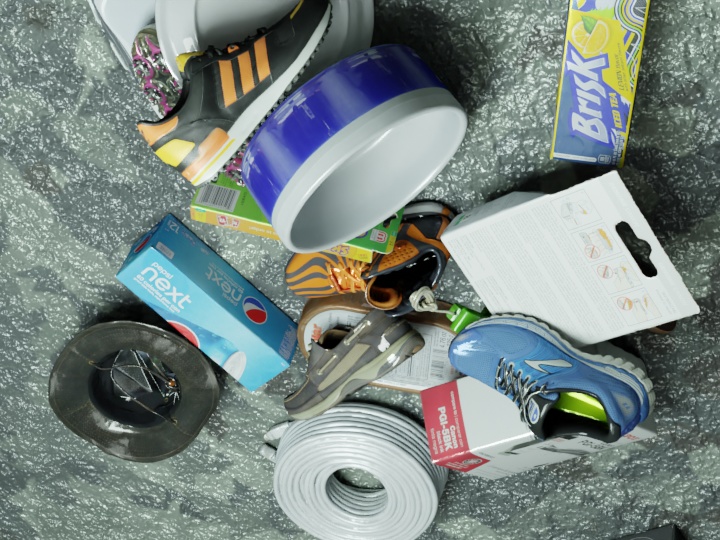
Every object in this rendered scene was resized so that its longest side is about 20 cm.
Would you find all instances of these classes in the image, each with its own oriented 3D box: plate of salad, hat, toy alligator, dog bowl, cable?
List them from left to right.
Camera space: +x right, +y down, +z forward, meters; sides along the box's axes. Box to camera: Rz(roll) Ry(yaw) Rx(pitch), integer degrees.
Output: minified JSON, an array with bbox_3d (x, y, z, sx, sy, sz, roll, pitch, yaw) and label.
[{"bbox_3d":[-0.251,0.117,1.551,0.200,0.081,0.201,2,124,3],"label":"hat"},{"bbox_3d":[-0.085,-0.226,1.221,0.200,0.048,0.201,-4,102,-19],"label":"plate of salad"},{"bbox_3d":[-0.006,-0.108,1.235,0.079,0.200,0.200,54,129,17],"label":"dog bowl"},{"bbox_3d":[-0.002,0.237,1.582,0.200,0.069,0.200,-33,113,32],"label":"cable"},{"bbox_3d":[0.128,0.061,1.366,0.200,0.054,0.059,19,110,-45],"label":"toy alligator"}]

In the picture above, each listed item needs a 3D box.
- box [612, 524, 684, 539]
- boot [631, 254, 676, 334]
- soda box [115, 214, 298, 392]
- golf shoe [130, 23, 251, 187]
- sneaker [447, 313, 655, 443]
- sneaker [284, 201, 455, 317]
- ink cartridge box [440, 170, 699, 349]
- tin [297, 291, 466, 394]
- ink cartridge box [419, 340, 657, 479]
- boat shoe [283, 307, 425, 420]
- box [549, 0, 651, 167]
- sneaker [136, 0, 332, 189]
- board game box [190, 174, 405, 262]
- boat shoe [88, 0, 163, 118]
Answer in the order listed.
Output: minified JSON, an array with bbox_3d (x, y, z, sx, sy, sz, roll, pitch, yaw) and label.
[{"bbox_3d":[0.342,0.418,1.598,0.148,0.124,0.200,-23,119,28],"label":"box"},{"bbox_3d":[0.212,0.015,1.365,0.200,0.075,0.097,36,137,-1],"label":"boot"},{"bbox_3d":[-0.160,0.037,1.475,0.200,0.064,0.068,43,125,-17],"label":"soda box"},{"bbox_3d":[-0.135,-0.166,1.285,0.073,0.092,0.200,-5,141,41],"label":"golf shoe"},{"bbox_3d":[0.167,0.104,1.278,0.200,0.089,0.079,18,126,27],"label":"sneaker"},{"bbox_3d":[0.000,0.000,1.373,0.200,0.112,0.078,-21,119,27],"label":"sneaker"},{"bbox_3d":[0.196,-0.008,1.276,0.200,0.050,0.161,-22,110,38],"label":"ink cartridge box"},{"bbox_3d":[0.030,0.076,1.474,0.200,0.042,0.112,9,124,8],"label":"tin"},{"bbox_3d":[0.185,0.147,1.416,0.200,0.083,0.147,-20,156,27],"label":"ink cartridge box"},{"bbox_3d":[-0.016,0.092,1.441,0.200,0.074,0.073,-35,86,38],"label":"boat shoe"},{"bbox_3d":[0.212,-0.192,1.204,0.070,0.064,0.200,8,129,9],"label":"box"},{"bbox_3d":[-0.106,-0.170,1.163,0.090,0.070,0.200,38,84,-12],"label":"sneaker"},{"bbox_3d":[-0.057,-0.069,1.346,0.200,0.096,0.030,12,144,6],"label":"board game box"},{"bbox_3d":[-0.199,-0.212,1.294,0.072,0.068,0.200,-41,139,-5],"label":"boat shoe"}]
